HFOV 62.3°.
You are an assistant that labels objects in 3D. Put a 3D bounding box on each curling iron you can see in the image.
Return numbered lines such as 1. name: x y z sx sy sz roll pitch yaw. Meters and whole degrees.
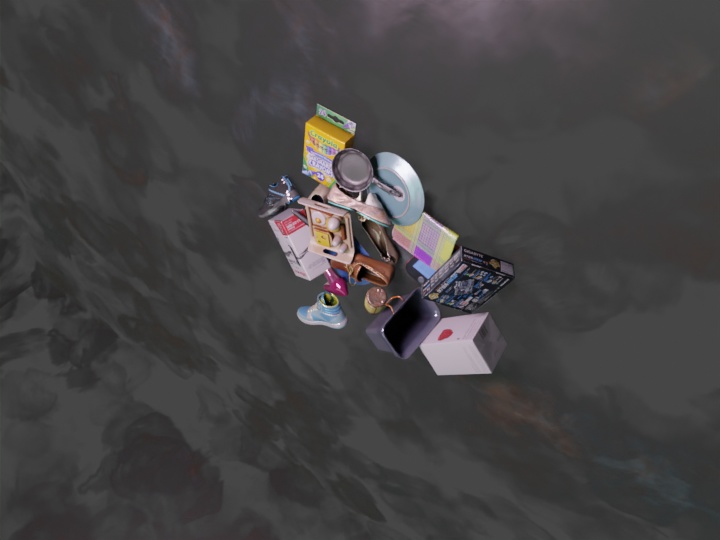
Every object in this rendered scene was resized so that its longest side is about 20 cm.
1. curling iron: -0.114 -0.120 1.724 0.199 0.026 0.050 35 146 -4

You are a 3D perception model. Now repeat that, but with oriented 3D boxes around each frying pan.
1. frying pan: 0.015 -0.251 1.501 0.187 0.031 0.117 8 123 18

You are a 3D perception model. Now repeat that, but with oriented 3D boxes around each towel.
1. towel: 0.162 -0.092 1.550 0.199 0.023 0.145 39 138 26

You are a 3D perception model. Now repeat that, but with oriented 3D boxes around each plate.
1. plate: 0.079 -0.202 1.527 0.199 0.025 0.203 29 135 33

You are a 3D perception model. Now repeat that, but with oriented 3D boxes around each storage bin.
1. storage bin: 0.108 0.147 1.738 0.146 0.200 0.134 54 150 -17

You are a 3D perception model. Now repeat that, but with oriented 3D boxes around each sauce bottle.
1. sauce bottle: 0.042 0.097 1.799 0.066 0.066 0.200 39 167 5

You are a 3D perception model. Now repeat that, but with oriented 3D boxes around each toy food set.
1. toy food set: -0.096 -0.106 1.651 0.141 0.061 0.202 18 143 18

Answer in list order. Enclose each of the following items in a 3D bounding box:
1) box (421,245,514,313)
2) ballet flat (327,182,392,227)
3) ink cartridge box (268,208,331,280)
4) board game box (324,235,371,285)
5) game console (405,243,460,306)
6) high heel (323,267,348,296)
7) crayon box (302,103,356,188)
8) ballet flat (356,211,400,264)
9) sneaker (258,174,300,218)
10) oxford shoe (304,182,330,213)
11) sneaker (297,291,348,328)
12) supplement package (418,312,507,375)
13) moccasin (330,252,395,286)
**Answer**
1. box: 0.271 0.030 1.519 0.157 0.047 0.200 17 143 -18
2. ballet flat: 0.003 -0.178 1.552 0.198 0.068 0.068 24 101 17
3. ink cartridge box: -0.185 -0.080 1.813 0.202 0.083 0.144 64 161 -17
4. board game box: -0.027 -0.046 1.795 0.157 0.039 0.201 -20 116 44
5. game console: 0.226 0.003 1.615 0.177 0.031 0.200 44 144 0
6. high heel: -0.065 0.061 1.789 0.097 0.067 0.200 54 178 16
7. crayon box: -0.086 -0.318 1.571 0.125 0.052 0.202 30 141 16
8. ballet flat: 0.045 -0.098 1.668 0.067 0.046 0.201 -11 118 46
9. sneaker: -0.255 -0.222 1.818 0.199 0.073 0.083 -26 91 45
10. oxford shoe: -0.133 -0.187 1.721 0.070 0.074 0.201 37 144 3
11. sneaker: -0.141 0.120 2.027 0.197 0.080 0.132 6 132 26
12. supplement package: 0.288 0.210 1.684 0.198 0.121 0.121 -14 117 47
13. moccasin: 0.000 0.001 1.728 0.199 0.078 0.074 20 141 17
